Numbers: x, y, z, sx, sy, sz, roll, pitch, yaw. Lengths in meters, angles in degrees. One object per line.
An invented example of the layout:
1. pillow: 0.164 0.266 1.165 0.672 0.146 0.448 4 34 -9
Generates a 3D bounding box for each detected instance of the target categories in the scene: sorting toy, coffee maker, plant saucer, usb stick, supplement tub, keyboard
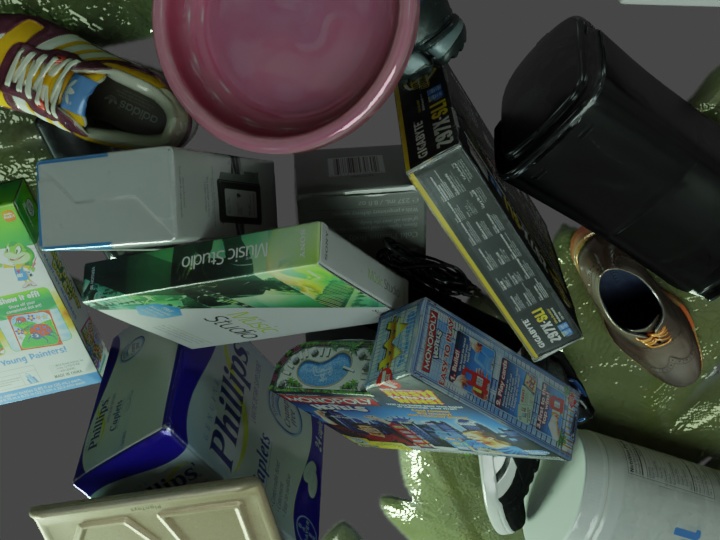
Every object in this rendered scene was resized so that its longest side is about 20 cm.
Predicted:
1. sorting toy: -0.150 0.238 0.942 0.184 0.037 0.200 -9 129 6
2. coffee maker: 0.213 -0.078 0.858 0.200 0.192 0.135 28 106 -22
3. plant saucer: -0.050 -0.182 0.817 0.200 0.051 0.201 1 92 19
4. usb stick: -0.206 -0.056 0.958 0.055 0.033 0.200 -19 123 3
5. supplement tub: 0.273 0.238 1.115 0.199 0.132 0.132 17 122 -14
6. keyboard: 0.047 0.018 0.926 0.200 0.040 0.104 25 142 -22

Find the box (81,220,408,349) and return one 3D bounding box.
1. box: -0.083 0.016 0.855 0.199 0.036 0.144 -11 159 25

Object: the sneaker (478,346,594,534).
1. sneaker: 0.165 0.160 1.074 0.112 0.073 0.201 -7 115 12

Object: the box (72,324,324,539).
1. box: -0.131 0.155 1.012 0.105 0.184 0.200 -31 120 21

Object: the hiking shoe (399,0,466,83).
1. hiking shoe: -0.023 -0.165 0.874 0.200 0.074 0.087 -28 110 7

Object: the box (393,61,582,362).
1. box: 0.097 -0.052 0.892 0.049 0.160 0.200 -27 122 17

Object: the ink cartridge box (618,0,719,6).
1. ink cartridge box: 0.253 -0.285 0.783 0.146 0.083 0.200 0 124 -3

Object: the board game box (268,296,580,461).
1. board game box: 0.041 0.085 0.892 0.199 0.062 0.200 -1 155 30

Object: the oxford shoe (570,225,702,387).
1. oxford shoe: 0.248 0.047 1.017 0.071 0.073 0.200 -33 120 19

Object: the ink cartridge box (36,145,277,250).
1. ink cartridge box: -0.140 -0.051 0.887 0.116 0.200 0.068 -3 90 21

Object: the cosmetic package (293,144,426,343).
1. cosmetic package: 0.000 0.000 0.970 0.106 0.090 0.201 -5 122 -2

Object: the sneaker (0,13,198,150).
1. sneaker: -0.216 -0.139 0.845 0.199 0.090 0.075 16 99 -3

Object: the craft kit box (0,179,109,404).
1. craft kit box: -0.350 0.034 1.009 0.199 0.049 0.198 -13 126 7
